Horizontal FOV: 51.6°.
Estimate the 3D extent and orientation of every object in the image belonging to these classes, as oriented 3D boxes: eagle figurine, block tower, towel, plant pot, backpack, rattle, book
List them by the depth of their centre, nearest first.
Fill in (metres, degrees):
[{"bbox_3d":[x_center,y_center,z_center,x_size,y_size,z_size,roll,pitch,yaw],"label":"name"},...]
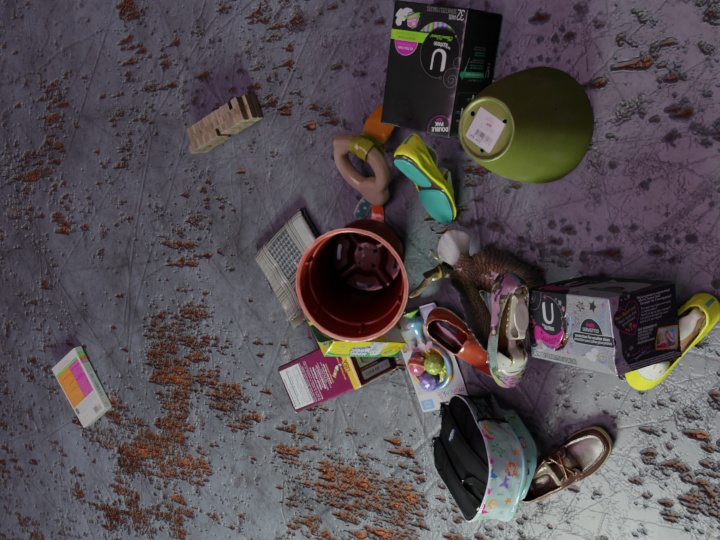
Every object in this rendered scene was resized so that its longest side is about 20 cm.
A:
[{"bbox_3d":[0.239,-0.221,1.157,0.185,0.199,0.191,9,106,35],"label":"plant pot"},{"bbox_3d":[0.208,0.034,1.290,0.199,0.150,0.154,37,110,37],"label":"eagle figurine"},{"bbox_3d":[0.219,0.334,1.298,0.201,0.148,0.180,-112,32,-65],"label":"backpack"},{"bbox_3d":[0.000,0.000,1.365,0.197,0.195,0.205,3,106,9],"label":"plant pot"},{"bbox_3d":[0.034,-0.198,1.430,0.128,0.144,0.201,-1,135,31],"label":"rattle"},{"bbox_3d":[-0.136,0.001,1.596,0.192,0.034,0.202,-39,77,36],"label":"towel"},{"bbox_3d":[-0.305,-0.321,1.640,0.198,0.054,0.059,-22,86,38],"label":"block tower"},{"bbox_3d":[-0.814,0.341,2.180,0.133,0.048,0.202,-37,79,34],"label":"book"}]

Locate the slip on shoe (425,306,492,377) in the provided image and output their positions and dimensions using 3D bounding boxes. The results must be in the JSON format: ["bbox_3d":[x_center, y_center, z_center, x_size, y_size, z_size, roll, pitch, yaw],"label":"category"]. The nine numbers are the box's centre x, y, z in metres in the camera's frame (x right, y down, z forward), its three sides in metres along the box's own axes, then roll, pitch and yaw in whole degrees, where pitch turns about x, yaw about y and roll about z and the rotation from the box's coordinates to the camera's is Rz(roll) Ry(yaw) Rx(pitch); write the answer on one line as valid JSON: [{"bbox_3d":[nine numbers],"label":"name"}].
[{"bbox_3d":[0.200,0.139,1.347,0.199,0.061,0.075,35,117,13],"label":"slip on shoe"}]

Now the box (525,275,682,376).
[{"bbox_3d":[0.360,0.076,1.128,0.199,0.130,0.117,-177,78,-67],"label":"box"}]

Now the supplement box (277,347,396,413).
[{"bbox_3d":[-0.049,0.200,1.513,0.199,0.130,0.105,-27,84,38],"label":"supplement box"}]

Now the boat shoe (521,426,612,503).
[{"bbox_3d":[0.347,0.342,1.280,0.200,0.072,0.073,-45,73,35],"label":"boat shoe"}]

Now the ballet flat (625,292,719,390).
[{"bbox_3d":[0.469,0.114,1.141,0.067,0.067,0.201,45,123,19],"label":"ballet flat"}]

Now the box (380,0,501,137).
[{"bbox_3d":[0.134,-0.339,1.258,0.147,0.123,0.204,20,112,33],"label":"box"}]

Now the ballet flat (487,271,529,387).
[{"bbox_3d":[0.242,0.105,1.187,0.071,0.068,0.204,-132,37,-68],"label":"ballet flat"}]

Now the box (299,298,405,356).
[{"bbox_3d":[-0.021,0.108,1.410,0.049,0.197,0.118,-57,44,30],"label":"box"}]

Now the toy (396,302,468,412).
[{"bbox_3d":[0.123,0.173,1.429,0.114,0.047,0.203,-19,88,39],"label":"toy"}]

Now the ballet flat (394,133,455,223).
[{"bbox_3d":[0.124,-0.162,1.294,0.066,0.200,0.068,9,65,38],"label":"ballet flat"}]
